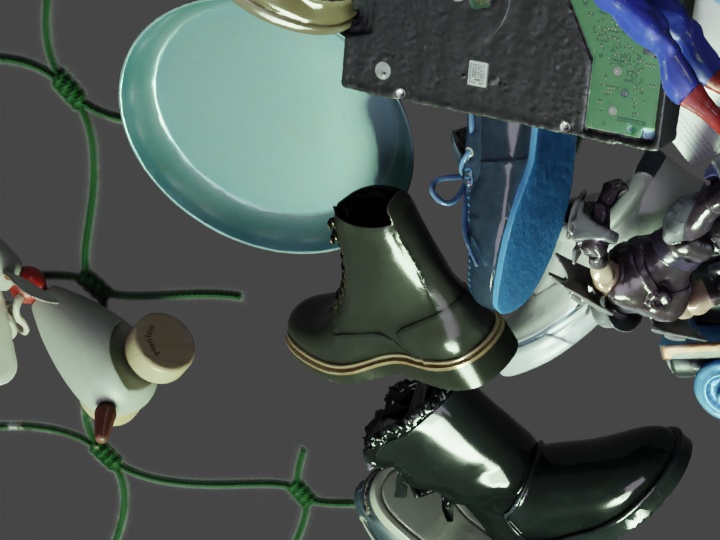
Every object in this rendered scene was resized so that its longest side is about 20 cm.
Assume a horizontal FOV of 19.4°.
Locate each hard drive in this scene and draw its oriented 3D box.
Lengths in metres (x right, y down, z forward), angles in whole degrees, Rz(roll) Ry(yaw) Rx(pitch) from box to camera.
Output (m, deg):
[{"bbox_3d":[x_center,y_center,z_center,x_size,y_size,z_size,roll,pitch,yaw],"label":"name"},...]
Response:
[{"bbox_3d":[0.088,-0.154,1.177,0.198,0.038,0.141,13,110,25],"label":"hard drive"}]

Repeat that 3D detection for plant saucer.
[{"bbox_3d":[-0.058,-0.097,1.349,0.198,0.028,0.201,11,133,12],"label":"plant saucer"}]

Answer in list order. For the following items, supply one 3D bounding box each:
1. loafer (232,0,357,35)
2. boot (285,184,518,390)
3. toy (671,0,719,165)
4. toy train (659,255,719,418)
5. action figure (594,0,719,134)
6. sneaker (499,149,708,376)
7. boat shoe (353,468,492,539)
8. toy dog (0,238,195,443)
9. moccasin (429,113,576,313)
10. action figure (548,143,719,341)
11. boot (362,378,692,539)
[{"bbox_3d":[-0.070,-0.215,1.214,0.199,0.076,0.067,37,139,-13],"label":"loafer"},{"bbox_3d":[0.000,0.000,1.359,0.199,0.078,0.139,-1,131,47],"label":"boot"},{"bbox_3d":[0.234,-0.154,1.166,0.199,0.047,0.115,-29,109,35],"label":"toy"},{"bbox_3d":[0.278,0.026,1.288,0.198,0.087,0.115,-2,120,26],"label":"toy train"},{"bbox_3d":[0.152,-0.161,1.084,0.200,0.065,0.099,40,125,12],"label":"action figure"},{"bbox_3d":[0.140,-0.009,1.327,0.071,0.073,0.200,46,124,-4],"label":"sneaker"},{"bbox_3d":[0.072,0.224,1.543,0.200,0.075,0.062,42,152,-6],"label":"boat shoe"},{"bbox_3d":[-0.221,0.054,1.499,0.198,0.097,0.133,20,134,4],"label":"toy dog"},{"bbox_3d":[0.089,-0.077,1.267,0.068,0.080,0.202,19,109,30],"label":"moccasin"},{"bbox_3d":[0.192,-0.023,1.206,0.129,0.070,0.200,9,144,-34],"label":"action figure"},{"bbox_3d":[0.107,0.121,1.446,0.162,0.074,0.198,40,137,-15],"label":"boot"}]
